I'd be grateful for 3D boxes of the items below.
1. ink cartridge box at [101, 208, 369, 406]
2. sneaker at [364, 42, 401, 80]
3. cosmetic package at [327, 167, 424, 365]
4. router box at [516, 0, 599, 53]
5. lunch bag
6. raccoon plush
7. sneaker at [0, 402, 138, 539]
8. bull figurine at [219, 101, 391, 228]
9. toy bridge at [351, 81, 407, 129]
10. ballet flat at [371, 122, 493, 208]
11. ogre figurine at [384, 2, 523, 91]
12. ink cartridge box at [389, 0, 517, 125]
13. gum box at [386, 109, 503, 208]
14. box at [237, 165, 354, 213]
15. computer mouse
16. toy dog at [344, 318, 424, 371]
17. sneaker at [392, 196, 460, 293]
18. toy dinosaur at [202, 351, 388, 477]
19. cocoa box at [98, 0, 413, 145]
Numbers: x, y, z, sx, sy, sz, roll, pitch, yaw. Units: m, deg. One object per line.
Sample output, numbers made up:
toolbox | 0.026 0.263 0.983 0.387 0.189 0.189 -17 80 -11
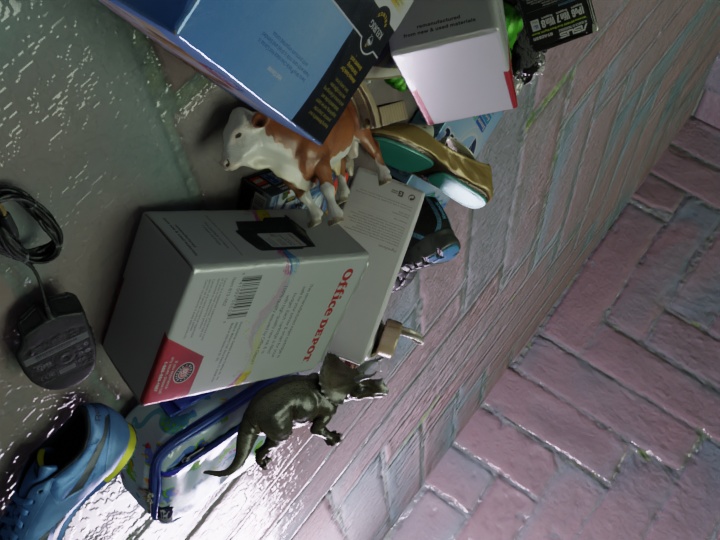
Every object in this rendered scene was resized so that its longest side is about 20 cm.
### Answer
ink cartridge box | -0.108 0.026 0.724 0.200 0.083 0.146 -6 130 -47
sneaker | 0.009 -0.221 0.711 0.200 0.067 0.090 -24 145 -46
cosmetic package | 0.000 0.000 0.910 0.108 0.085 0.201 99 12 -82
router box | 0.168 -0.302 0.768 0.200 0.062 0.150 -69 139 -64
lunch bag | -0.160 0.169 0.871 0.200 0.082 0.161 -30 149 -39
raccoon plush | 0.216 -0.320 1.029 0.134 0.097 0.200 -33 150 -63
sneaker | -0.282 0.200 0.698 0.200 0.066 0.078 -53 148 -11
bull figurine | -0.043 -0.107 0.726 0.200 0.065 0.122 -41 113 -52
toy bridge | -0.010 -0.208 0.625 0.067 0.027 0.201 -25 111 -39
ballet flat | 0.082 -0.137 0.958 0.200 0.069 0.063 26 68 -36
ogre figurine | 0.113 -0.240 0.878 0.199 0.098 0.120 12 113 -28
ink cartridge box | 0.069 -0.243 0.657 0.144 0.083 0.201 37 47 -70
gum box | 0.105 -0.161 1.065 0.200 0.044 0.170 -59 159 2
box | -0.085 -0.019 0.846 0.137 0.040 0.200 -29 146 -51
computer mouse | -0.233 0.016 0.583 0.059 0.034 0.200 -25 141 -27
toy dog | -0.002 0.099 1.092 0.097 0.132 0.200 -66 160 -4
sneaker | 0.039 -0.022 1.030 0.200 0.082 0.073 -29 160 35
toy dinosaur | -0.073 0.142 0.826 0.199 0.077 0.103 -17 129 -15
cocoa box | -0.073 -0.184 0.491 0.131 0.133 0.200 -58 160 4
